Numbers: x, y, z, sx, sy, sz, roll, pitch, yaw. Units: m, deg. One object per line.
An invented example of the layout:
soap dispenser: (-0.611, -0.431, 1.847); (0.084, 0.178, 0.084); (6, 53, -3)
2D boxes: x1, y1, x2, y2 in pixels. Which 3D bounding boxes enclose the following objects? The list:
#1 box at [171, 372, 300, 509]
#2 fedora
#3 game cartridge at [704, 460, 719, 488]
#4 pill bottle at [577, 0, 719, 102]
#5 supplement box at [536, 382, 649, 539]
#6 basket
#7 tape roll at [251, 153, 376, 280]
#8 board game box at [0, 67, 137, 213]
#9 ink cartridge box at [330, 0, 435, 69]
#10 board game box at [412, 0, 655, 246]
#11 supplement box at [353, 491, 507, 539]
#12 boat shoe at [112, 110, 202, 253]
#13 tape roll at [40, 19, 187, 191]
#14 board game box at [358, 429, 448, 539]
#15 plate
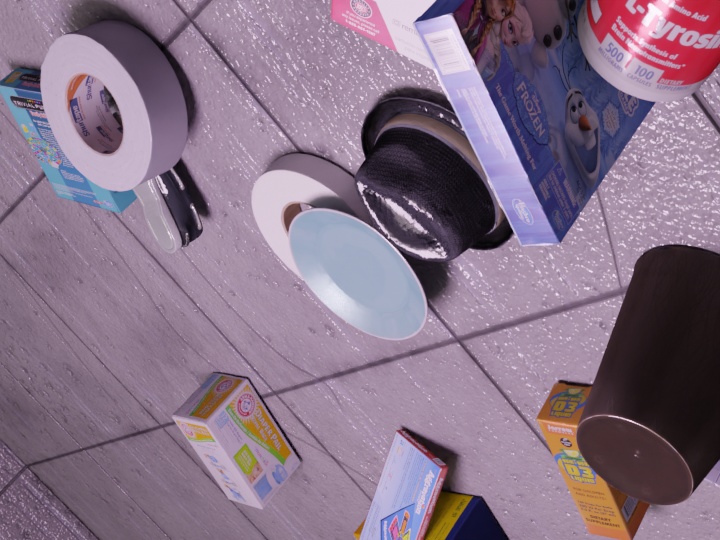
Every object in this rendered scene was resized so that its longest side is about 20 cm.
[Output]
box: (-0.207, 0.284, 1.829); (0.101, 0.113, 0.201); (3, 131, 46)
fedora: (0.065, -0.079, 1.126); (0.199, 0.092, 0.202); (27, 145, 21)
game cartridge: (0.334, 0.187, 1.124); (0.129, 0.039, 0.200); (32, -179, 22)
pill bottle: (0.238, -0.220, 0.757); (0.112, 0.112, 0.201); (36, 148, 7)
supplement box: (0.277, 0.228, 1.292); (0.066, 0.069, 0.201); (1, 128, 43)
basket: (0.292, 0.103, 1.001); (0.179, 0.200, 0.137); (32, 147, 13)
tape roll: (-0.046, -0.051, 1.332); (0.201, 0.037, 0.204); (28, 146, 21)
board game box: (-0.415, -0.186, 1.556); (0.150, 0.047, 0.202); (15, 139, 36)
ink cartridge box: (0.056, -0.280, 0.905); (0.144, 0.084, 0.201); (29, 146, 18)
board game box: (0.146, -0.160, 0.846); (0.043, 0.199, 0.201); (-1, 129, 44)
supplement box: (0.107, 0.407, 1.645); (0.199, 0.109, 0.110); (-3, 128, 48)
boat shoe: (-0.273, -0.126, 1.464); (0.075, 0.060, 0.202); (4, 119, 47)
tape roll: (-0.308, -0.204, 1.355); (0.198, 0.066, 0.203); (20, 127, 30)
board game box: (0.059, 0.344, 1.575); (0.103, 0.019, 0.202); (35, 114, 44)
plate: (0.000, 0.000, 1.287); (0.199, 0.026, 0.201); (27, 145, 21)
